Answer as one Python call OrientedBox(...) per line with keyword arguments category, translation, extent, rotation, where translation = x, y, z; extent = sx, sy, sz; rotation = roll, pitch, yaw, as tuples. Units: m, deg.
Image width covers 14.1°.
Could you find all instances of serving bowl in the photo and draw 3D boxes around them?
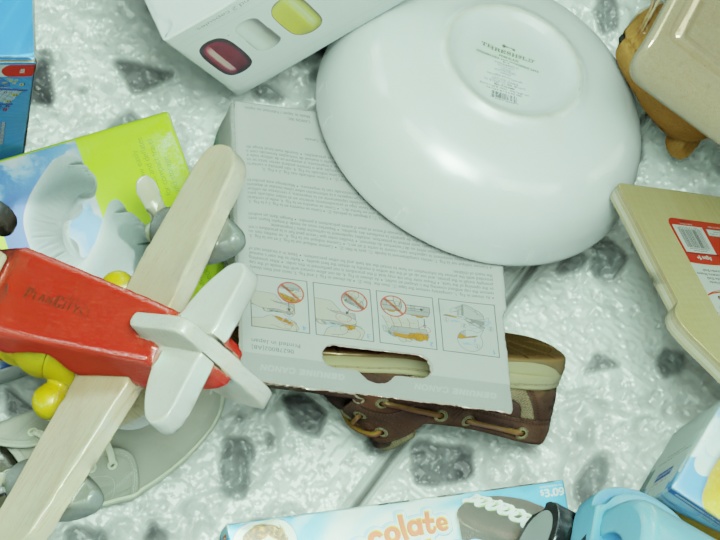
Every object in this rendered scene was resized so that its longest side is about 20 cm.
OrientedBox(category="serving bowl", translation=(0.077, -0.101, 1.682), extent=(0.200, 0.066, 0.200), rotation=(11, 52, -15))

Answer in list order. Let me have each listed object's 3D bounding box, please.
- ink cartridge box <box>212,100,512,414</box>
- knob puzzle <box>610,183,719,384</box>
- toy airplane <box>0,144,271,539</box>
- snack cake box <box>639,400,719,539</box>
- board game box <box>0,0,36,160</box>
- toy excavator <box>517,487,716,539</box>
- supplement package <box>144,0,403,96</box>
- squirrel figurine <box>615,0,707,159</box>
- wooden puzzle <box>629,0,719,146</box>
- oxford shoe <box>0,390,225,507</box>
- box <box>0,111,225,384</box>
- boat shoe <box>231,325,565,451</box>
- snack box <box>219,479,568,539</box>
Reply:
OrientedBox(category="ink cartridge box", translation=(0.000, 0.000, 1.650), extent=(0.161, 0.050, 0.200), rotation=(7, 54, -14))
OrientedBox(category="knob puzzle", translation=(0.242, 0.043, 1.667), extent=(0.220, 0.030, 0.220), rotation=(26, 36, -21))
OrientedBox(category="toy airplane", translation=(-0.130, 0.043, 1.563), extent=(0.200, 0.141, 0.199), rotation=(-24, 55, 4))
OrientedBox(category="snack cake box", translation=(0.261, 0.160, 1.659), extent=(0.200, 0.115, 0.067), rotation=(33, 73, 0))
OrientedBox(category="board game box", translation=(-0.215, -0.180, 1.623), extent=(0.056, 0.196, 0.200), rotation=(-1, 75, -10))
OrientedBox(category="toy excavator", translation=(0.164, 0.181, 1.537), extent=(0.100, 0.200, 0.194), rotation=(29, 46, -17))
OrientedBox(category="supplement package", translation=(-0.035, -0.223, 1.645), extent=(0.200, 0.111, 0.156), rotation=(-30, 69, 12))
OrientedBox(category="squirrel figurine", translation=(0.250, -0.143, 1.718), extent=(0.200, 0.142, 0.187), rotation=(35, 65, -7))
OrientedBox(category="wooden puzzle", translation=(0.263, -0.149, 1.654), extent=(0.185, 0.037, 0.200), rotation=(34, 81, -22))
OrientedBox(category="oxford shoe", translation=(-0.164, 0.101, 1.632), extent=(0.200, 0.058, 0.075), rotation=(-24, 78, -16))
OrientedBox(category="box", translation=(-0.186, -0.005, 1.661), extent=(0.200, 0.048, 0.122), rotation=(-18, 79, -14))
OrientedBox(category="boat shoe", translation=(0.017, 0.070, 1.660), extent=(0.200, 0.072, 0.072), rotation=(4, 106, -15))
OrientedBox(category="snack box", translation=(0.027, 0.190, 1.651), extent=(0.200, 0.037, 0.116), rotation=(-7, 77, -11))
